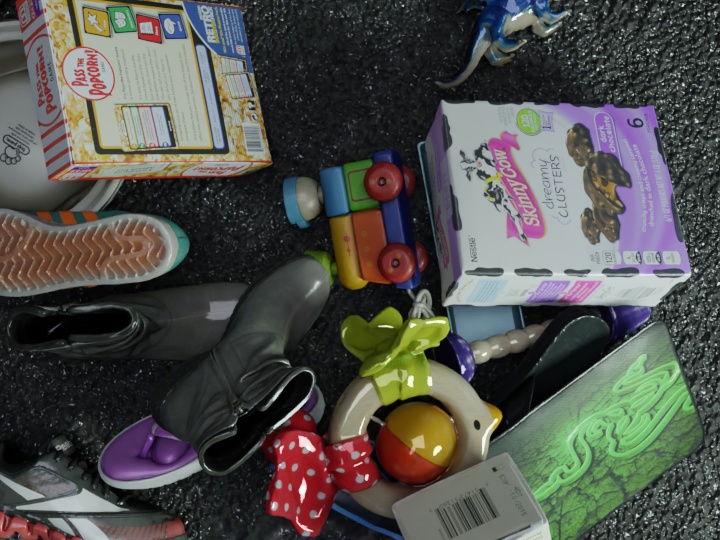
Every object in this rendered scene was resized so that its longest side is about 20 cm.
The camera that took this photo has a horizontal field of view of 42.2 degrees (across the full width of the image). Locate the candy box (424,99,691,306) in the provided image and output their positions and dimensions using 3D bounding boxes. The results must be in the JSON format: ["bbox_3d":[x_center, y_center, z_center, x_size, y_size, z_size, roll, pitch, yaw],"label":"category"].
[{"bbox_3d":[0.165,-0.058,0.812,0.199,0.072,0.169,0,66,-10],"label":"candy box"}]

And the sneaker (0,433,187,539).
[{"bbox_3d":[-0.244,0.196,0.810,0.199,0.071,0.098,12,87,1],"label":"sneaker"}]

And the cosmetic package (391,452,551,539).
[{"bbox_3d":[0.101,0.246,0.754,0.105,0.200,0.071,-24,44,-4],"label":"cosmetic package"}]

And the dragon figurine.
[{"bbox_3d":[0.126,-0.249,0.869,0.200,0.059,0.100,-36,87,-5],"label":"dragon figurine"}]

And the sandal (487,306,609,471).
[{"bbox_3d":[0.149,0.124,0.801,0.075,0.048,0.201,15,113,-32],"label":"sandal"}]

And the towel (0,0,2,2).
[{"bbox_3d":[-0.416,-0.269,0.874,0.149,0.031,0.200,41,83,0],"label":"towel"}]

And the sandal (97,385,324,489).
[{"bbox_3d":[-0.132,0.127,0.815,0.202,0.083,0.050,-17,125,-12],"label":"sandal"}]

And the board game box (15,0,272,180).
[{"bbox_3d":[-0.178,-0.157,0.799,0.199,0.046,0.152,-6,82,-44],"label":"board game box"}]

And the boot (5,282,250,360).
[{"bbox_3d":[-0.182,0.047,0.788,0.199,0.131,0.068,-8,86,-2],"label":"boot"}]

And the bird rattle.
[{"bbox_3d":[0.022,0.130,0.733,0.163,0.113,0.201,32,81,-9],"label":"bird rattle"}]

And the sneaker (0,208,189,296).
[{"bbox_3d":[-0.238,-0.015,0.769,0.199,0.080,0.072,1,91,7],"label":"sneaker"}]

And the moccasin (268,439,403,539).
[{"bbox_3d":[0.017,0.191,0.825,0.199,0.080,0.068,27,81,-13],"label":"moccasin"}]

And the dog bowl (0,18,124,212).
[{"bbox_3d":[-0.297,-0.116,0.837,0.199,0.074,0.201,0,85,-2],"label":"dog bowl"}]

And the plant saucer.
[{"bbox_3d":[0.103,-0.026,0.869,0.070,0.019,0.201,-9,84,-3],"label":"plant saucer"}]

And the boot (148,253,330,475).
[{"bbox_3d":[-0.069,0.074,0.743,0.200,0.130,0.068,-47,120,-19],"label":"boot"}]

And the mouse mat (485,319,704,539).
[{"bbox_3d":[0.208,0.152,0.813,0.200,0.008,0.161,-35,120,-9],"label":"mouse mat"}]

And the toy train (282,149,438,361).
[{"bbox_3d":[0.000,0.000,0.840,0.115,0.085,0.201,-9,92,14],"label":"toy train"}]

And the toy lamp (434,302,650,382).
[{"bbox_3d":[0.166,0.054,0.829,0.199,0.058,0.058,-16,85,-18],"label":"toy lamp"}]
